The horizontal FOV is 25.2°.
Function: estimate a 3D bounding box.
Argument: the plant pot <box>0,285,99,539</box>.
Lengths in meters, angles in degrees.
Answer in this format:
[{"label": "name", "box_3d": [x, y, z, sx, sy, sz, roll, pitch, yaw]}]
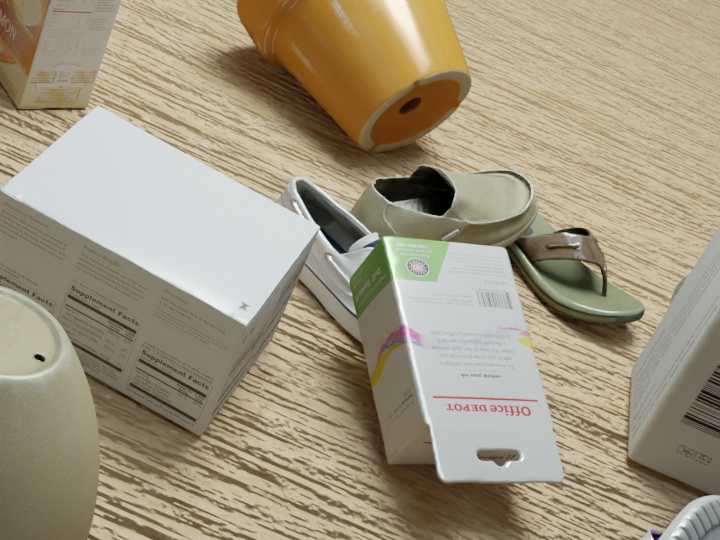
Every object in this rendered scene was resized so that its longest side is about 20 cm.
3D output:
[{"label": "plant pot", "box_3d": [-0.240, 0.086, 0.965, 0.199, 0.135, 0.201, 20, 28, -11]}]

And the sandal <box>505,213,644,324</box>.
[{"label": "sandal", "box_3d": [0.180, -0.020, 1.476, 0.079, 0.058, 0.201, -15, 51, -45]}]

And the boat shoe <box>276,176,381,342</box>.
[{"label": "boat shoe", "box_3d": [0.000, 0.000, 1.321, 0.200, 0.066, 0.073, 39, 35, 17]}]

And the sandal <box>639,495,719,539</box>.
[{"label": "sandal", "box_3d": [0.223, 0.222, 1.179, 0.049, 0.083, 0.202, -5, 13, 41]}]

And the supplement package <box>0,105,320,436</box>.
[{"label": "supplement package", "box_3d": [-0.157, -0.004, 1.183, 0.199, 0.111, 0.156, 29, 34, 4]}]

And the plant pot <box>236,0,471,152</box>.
[{"label": "plant pot", "box_3d": [0.010, -0.223, 1.536, 0.199, 0.200, 0.184, -12, 64, -43]}]

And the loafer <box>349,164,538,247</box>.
[{"label": "loafer", "box_3d": [0.079, -0.057, 1.423, 0.198, 0.069, 0.076, -15, 51, -29]}]

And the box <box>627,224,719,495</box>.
[{"label": "box", "box_3d": [0.348, 0.085, 1.315, 0.198, 0.200, 0.131, 23, 34, -4]}]

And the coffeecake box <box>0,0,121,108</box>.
[{"label": "coffeecake box", "box_3d": [-0.269, -0.266, 1.380, 0.073, 0.201, 0.154, -5, 44, -38]}]

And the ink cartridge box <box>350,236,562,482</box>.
[{"label": "ink cartridge box", "box_3d": [0.071, 0.080, 1.217, 0.116, 0.067, 0.202, 5, 57, -28]}]
